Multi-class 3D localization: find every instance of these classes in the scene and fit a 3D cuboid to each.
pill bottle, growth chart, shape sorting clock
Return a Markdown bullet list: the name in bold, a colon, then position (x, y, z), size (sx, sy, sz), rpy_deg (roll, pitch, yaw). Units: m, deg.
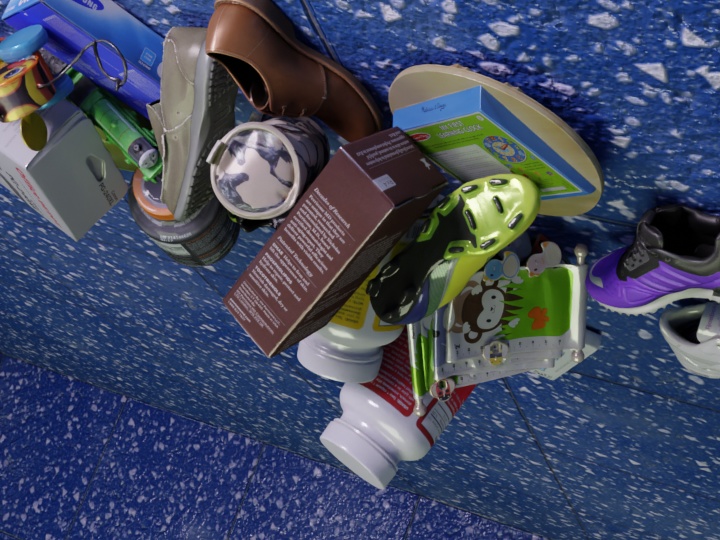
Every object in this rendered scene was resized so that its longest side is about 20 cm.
- **pill bottle**: position (-0.199, -0.073, 1.278), size (0.105, 0.108, 0.200), rpy_deg (20, 170, 6)
- **pill bottle**: position (0.000, 0.000, 1.100), size (0.111, 0.203, 0.113), rpy_deg (13, -163, -4)
- **growth chart**: position (0.134, 0.053, 1.103), size (0.018, 0.197, 0.147), rpy_deg (-118, 14, -63)
- **shape sorting clock**: position (0.112, -0.108, 0.950), size (0.198, 0.040, 0.200), rpy_deg (25, 166, 7)
- **pill bottle**: position (0.050, 0.122, 1.185), size (0.112, 0.201, 0.112), rpy_deg (36, 164, 12)

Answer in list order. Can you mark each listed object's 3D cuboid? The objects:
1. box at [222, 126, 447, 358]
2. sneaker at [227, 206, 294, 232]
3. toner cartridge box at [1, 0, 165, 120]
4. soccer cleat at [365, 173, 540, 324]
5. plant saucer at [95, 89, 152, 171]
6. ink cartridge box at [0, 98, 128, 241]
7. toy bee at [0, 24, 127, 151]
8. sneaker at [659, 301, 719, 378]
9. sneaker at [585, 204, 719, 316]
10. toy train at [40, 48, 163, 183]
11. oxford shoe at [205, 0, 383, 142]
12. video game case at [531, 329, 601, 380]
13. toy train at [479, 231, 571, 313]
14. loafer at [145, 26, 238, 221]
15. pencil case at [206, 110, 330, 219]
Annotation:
- **box**: position (-0.024, -0.023, 0.975), size (0.075, 0.100, 0.200), rpy_deg (49, 123, 9)
- **sneaker**: position (-0.053, -0.053, 1.237), size (0.198, 0.084, 0.072), rpy_deg (14, 162, 25)
- **toner cartridge box**: position (-0.228, -0.204, 1.071), size (0.199, 0.044, 0.094), rpy_deg (34, 159, -34)
- **soccer cleat**: position (0.086, -0.021, 0.993), size (0.083, 0.065, 0.200), rpy_deg (-7, 152, -50)
- **plant saucer**: position (-0.308, -0.174, 1.279), size (0.197, 0.031, 0.200), rpy_deg (20, 162, 7)
- **ink cartridge box**: position (-0.352, -0.139, 1.168), size (0.199, 0.084, 0.146), rpy_deg (34, 162, 24)
- **toy bee**: position (-0.310, -0.171, 1.003), size (0.132, 0.109, 0.199), rpy_deg (55, 149, -13)
- **sneaker**: position (0.382, 0.076, 1.105), size (0.198, 0.076, 0.099), rpy_deg (5, 157, 43)
- **sneaker**: position (0.266, -0.018, 1.000), size (0.099, 0.070, 0.199), rpy_deg (40, 152, -28)
- **toy train**: position (-0.256, -0.159, 1.124), size (0.200, 0.042, 0.056), rpy_deg (43, 179, 21)
- **oxford shoe**: position (-0.059, -0.155, 0.970), size (0.071, 0.072, 0.199), rpy_deg (-1, 153, 48)
- **video game case**: position (0.191, 0.079, 1.434), size (0.180, 0.024, 0.200), rpy_deg (22, 163, 0)
- **toy train**: position (0.137, 0.004, 1.192), size (0.113, 0.086, 0.200), rpy_deg (36, 160, -12)
- **loafer**: position (-0.156, -0.138, 1.044), size (0.069, 0.075, 0.202), rpy_deg (28, 127, 17)
- **pencil case**: position (-0.080, -0.099, 1.009), size (0.088, 0.079, 0.200), rpy_deg (20, -167, 1)
